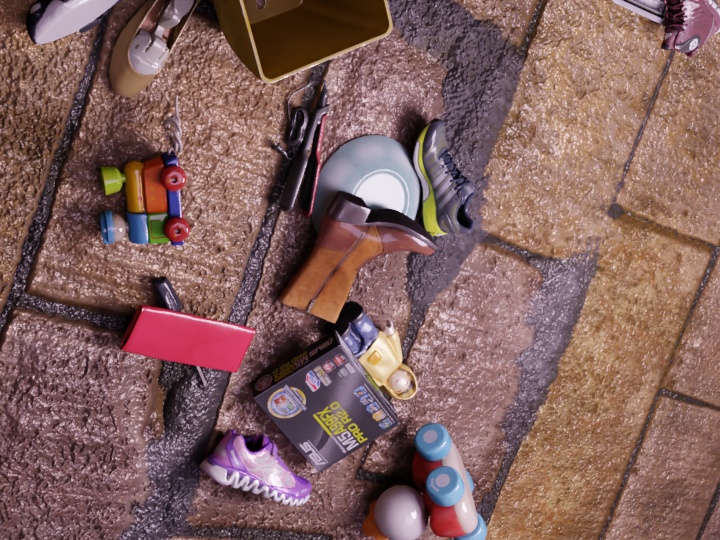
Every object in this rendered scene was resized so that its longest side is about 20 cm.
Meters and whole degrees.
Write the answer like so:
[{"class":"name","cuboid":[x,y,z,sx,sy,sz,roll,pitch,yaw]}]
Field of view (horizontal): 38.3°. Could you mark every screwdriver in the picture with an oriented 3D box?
[{"class":"screwdriver","cuboid":[-0.256,0.090,1.514,0.029,0.028,0.201,-56,139,-39]}]

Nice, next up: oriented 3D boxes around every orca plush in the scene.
[{"class":"orca plush","cuboid":[-0.333,-0.361,1.270,0.200,0.105,0.071,-36,85,11]}]

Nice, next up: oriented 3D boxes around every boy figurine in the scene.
[{"class":"boy figurine","cuboid":[0.020,0.144,1.679,0.124,0.064,0.200,-46,121,-14]}]

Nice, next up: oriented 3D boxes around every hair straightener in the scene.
[{"class":"hair straightener","cuboid":[-0.087,-0.182,1.508,0.077,0.041,0.201,7,103,-34]}]

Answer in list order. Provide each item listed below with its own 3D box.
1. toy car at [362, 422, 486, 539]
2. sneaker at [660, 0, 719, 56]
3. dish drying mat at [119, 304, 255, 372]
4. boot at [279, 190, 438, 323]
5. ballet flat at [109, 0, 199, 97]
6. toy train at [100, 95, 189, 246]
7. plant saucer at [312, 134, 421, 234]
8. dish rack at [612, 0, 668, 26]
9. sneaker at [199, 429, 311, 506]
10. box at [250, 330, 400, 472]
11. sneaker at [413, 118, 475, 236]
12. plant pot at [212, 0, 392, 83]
[{"class":"toy car","cuboid":[0.090,0.392,1.781,0.199,0.177,0.185,-21,135,6]},{"class":"sneaker","cuboid":[0.534,-0.433,1.742,0.200,0.076,0.116,39,88,-36]},{"class":"dish drying mat","cuboid":[-0.246,0.099,1.499,0.199,0.018,0.077,16,105,-42]},{"class":"boot","cuboid":[0.000,0.000,1.577,0.188,0.069,0.201,17,112,-28]},{"class":"ballet flat","cuboid":[-0.261,-0.313,1.339,0.068,0.063,0.201,26,92,-35]},{"class":"toy train","cuboid":[-0.294,-0.130,1.380,0.115,0.085,0.201,-7,111,-16]},{"class":"plant saucer","cuboid":[0.020,-0.106,1.604,0.200,0.039,0.202,-12,113,-28]},{"class":"dish rack","cuboid":[0.495,-0.516,1.757,0.199,0.043,0.172,11,102,-35]},{"class":"sneaker","cuboid":[-0.150,0.305,1.623,0.200,0.080,0.089,27,84,-35]},{"class":"box","cuboid":[-0.053,0.209,1.634,0.160,0.044,0.200,-31,123,5]},{"class":"sneaker","cuboid":[0.139,-0.144,1.630,0.074,0.081,0.201,-43,131,-42]},{"class":"plant pot","cuboid":[-0.105,-0.380,1.344,0.199,0.176,0.201,-27,119,-23]}]
